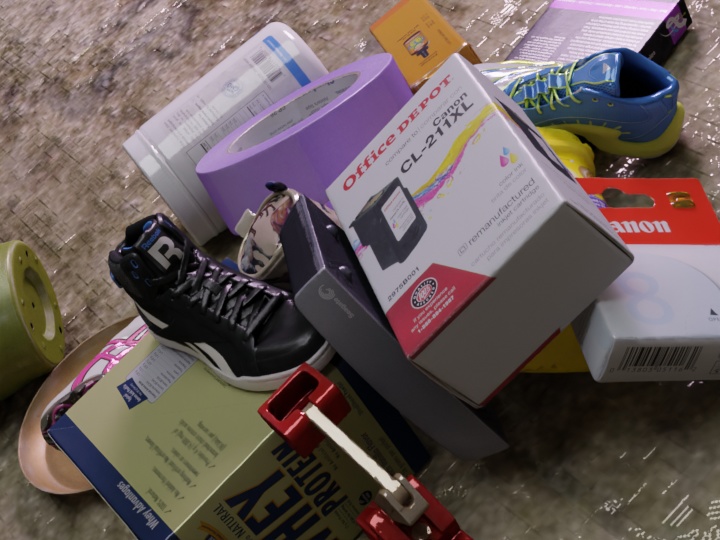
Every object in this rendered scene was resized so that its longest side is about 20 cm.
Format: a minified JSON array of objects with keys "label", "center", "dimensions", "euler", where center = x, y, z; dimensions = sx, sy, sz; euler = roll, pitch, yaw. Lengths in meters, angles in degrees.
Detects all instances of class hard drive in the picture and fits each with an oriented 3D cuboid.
[{"label":"hard drive","center":[0.020,0.045,0.991],"dimensions":[0.042,0.200,0.135],"euler":[-40,27,11]}]

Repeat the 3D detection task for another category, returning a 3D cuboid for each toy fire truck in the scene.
[{"label":"toy fire truck","center":[0.028,0.158,0.925],"dimensions":[0.049,0.142,0.199],"euler":[-44,49,-12]}]

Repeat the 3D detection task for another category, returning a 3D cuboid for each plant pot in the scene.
[{"label":"plant pot","center":[-0.220,0.123,1.264],"dimensions":[0.198,0.028,0.202],"euler":[-22,40,19]},{"label":"plant pot","center":[-0.396,0.059,1.347],"dimensions":[0.191,0.202,0.202],"euler":[-18,40,5]}]

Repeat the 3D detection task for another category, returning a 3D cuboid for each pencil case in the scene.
[{"label":"pencil case","center":[0.000,0.000,1.094],"dimensions":[0.078,0.198,0.090],"euler":[-58,32,15]}]

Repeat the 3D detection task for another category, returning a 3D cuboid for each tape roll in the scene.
[{"label":"tape roll","center":[-0.044,-0.112,1.224],"dimensions":[0.198,0.066,0.200],"euler":[-28,17,9]}]

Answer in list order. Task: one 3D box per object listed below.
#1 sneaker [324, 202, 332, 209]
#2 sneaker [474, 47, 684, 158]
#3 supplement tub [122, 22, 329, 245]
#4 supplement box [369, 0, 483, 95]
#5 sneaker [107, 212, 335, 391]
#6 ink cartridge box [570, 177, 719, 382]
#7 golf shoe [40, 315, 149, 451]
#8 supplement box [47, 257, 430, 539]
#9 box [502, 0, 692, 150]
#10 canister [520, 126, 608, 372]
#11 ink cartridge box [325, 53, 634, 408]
[{"label":"sneaker","center":[0.043,-0.061,1.223],"dimensions":[0.198,0.081,0.089],"euler":[-23,44,25]},{"label":"sneaker","center":[0.168,-0.152,1.135],"dimensions":[0.197,0.105,0.077],"euler":[8,65,5]},{"label":"supplement tub","center":[-0.119,-0.135,1.373],"dimensions":[0.199,0.132,0.132],"euler":[-39,38,-4]},{"label":"supplement box","center":[0.068,-0.200,1.322],"dimensions":[0.066,0.069,0.200],"euler":[-37,25,7]},{"label":"sneaker","center":[-0.113,0.017,1.002],"dimensions":[0.198,0.112,0.073],"euler":[11,56,43]},{"label":"ink cartridge box","center":[0.210,-0.011,0.975],"dimensions":[0.158,0.048,0.201],"euler":[0,46,-16]},{"label":"golf shoe","center":[-0.189,0.085,1.206],"dimensions":[0.199,0.073,0.092],"euler":[-32,31,-12]},{"label":"supplement box","center":[-0.095,0.133,1.069],"dimensions":[0.200,0.135,0.199],"euler":[-44,38,-12]},{"label":"box","center":[0.187,-0.174,1.261],"dimensions":[0.142,0.036,0.200],"euler":[19,62,48]},{"label":"canister","center":[0.129,-0.018,1.065],"dimensions":[0.146,0.087,0.201],"euler":[1,39,-14]},{"label":"ink cartridge box","center":[0.072,-0.032,0.954],"dimensions":[0.146,0.082,0.201],"euler":[-46,38,15]}]
